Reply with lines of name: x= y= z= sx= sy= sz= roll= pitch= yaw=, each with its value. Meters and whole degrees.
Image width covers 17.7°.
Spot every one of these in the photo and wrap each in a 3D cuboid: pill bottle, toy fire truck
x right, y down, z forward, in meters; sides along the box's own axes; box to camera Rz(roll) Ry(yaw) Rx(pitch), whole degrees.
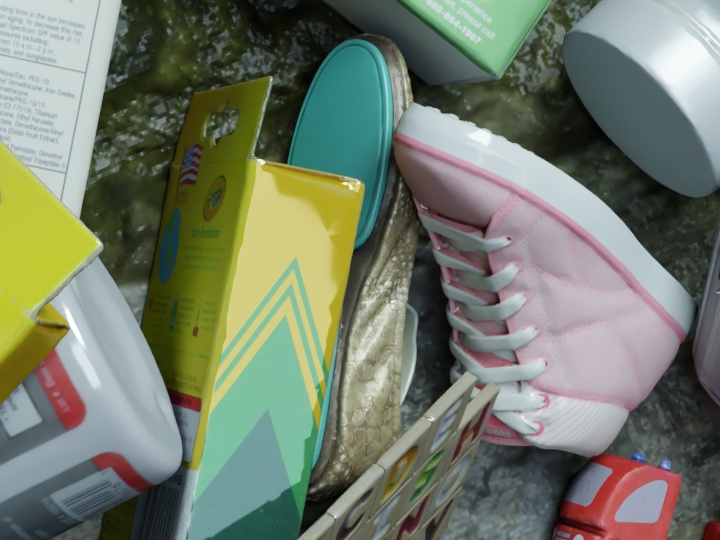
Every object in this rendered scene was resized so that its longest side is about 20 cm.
pill bottle: x=0.191 y=-0.132 z=1.024 sx=0.200 sy=0.114 sz=0.114 roll=-43 pitch=103 yaw=-12
toy fire truck: x=0.193 y=0.103 z=1.064 sx=0.200 sy=0.049 sz=0.141 roll=19 pitch=85 yaw=-17
pill bottle: x=-0.179 y=0.069 z=0.869 sx=0.200 sy=0.114 sz=0.114 roll=-26 pitch=100 yaw=4

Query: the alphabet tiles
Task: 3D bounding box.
alphabet tiles: x=-0.009 y=0.131 z=0.937 sx=0.008 sy=0.167 sz=0.200 roll=34 pitch=47 yaw=17

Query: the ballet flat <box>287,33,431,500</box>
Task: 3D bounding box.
ballet flat: x=0.000 y=0.000 z=0.999 sx=0.065 sy=0.070 sz=0.201 roll=11 pitch=91 yaw=-45

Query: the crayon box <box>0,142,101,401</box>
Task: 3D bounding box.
crayon box: x=-0.192 y=0.023 z=0.784 sx=0.200 sy=0.051 sz=0.127 roll=-45 pitch=82 yaw=2

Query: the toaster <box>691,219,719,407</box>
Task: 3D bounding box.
toaster: x=0.226 y=0.005 z=1.010 sx=0.200 sy=0.129 sz=0.114 roll=-29 pitch=58 yaw=-27

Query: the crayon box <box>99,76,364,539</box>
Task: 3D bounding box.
crayon box: x=-0.052 y=0.026 z=0.940 sx=0.051 sy=0.127 sz=0.201 roll=11 pitch=88 yaw=-19

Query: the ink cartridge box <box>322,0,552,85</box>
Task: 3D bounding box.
ink cartridge box: x=0.046 y=-0.202 z=0.989 sx=0.146 sy=0.084 sz=0.200 roll=37 pitch=80 yaw=-16

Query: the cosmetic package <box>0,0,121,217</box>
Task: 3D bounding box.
cosmetic package: x=-0.149 y=-0.121 z=0.925 sx=0.103 sy=0.087 sz=0.201 roll=13 pitch=88 yaw=-17

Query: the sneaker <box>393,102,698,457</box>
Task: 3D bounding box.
sneaker: x=0.065 y=0.016 z=0.979 sx=0.200 sy=0.075 sz=0.105 roll=39 pitch=80 yaw=-44
